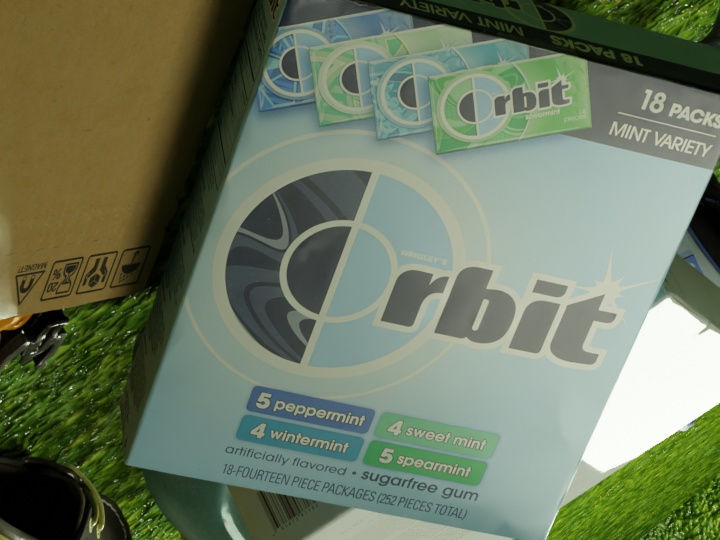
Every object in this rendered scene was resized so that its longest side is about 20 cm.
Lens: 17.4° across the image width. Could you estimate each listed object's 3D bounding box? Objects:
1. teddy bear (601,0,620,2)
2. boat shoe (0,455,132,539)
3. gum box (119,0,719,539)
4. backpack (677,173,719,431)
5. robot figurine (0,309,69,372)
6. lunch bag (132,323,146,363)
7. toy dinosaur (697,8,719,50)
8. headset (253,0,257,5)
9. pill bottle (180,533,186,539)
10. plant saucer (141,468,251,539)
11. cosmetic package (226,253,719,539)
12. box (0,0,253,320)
[{"bbox_3d":[0.104,-0.170,0.923,0.200,0.067,0.145,-2,133,-54],"label":"teddy bear"},{"bbox_3d":[-0.159,0.126,1.144,0.060,0.072,0.201,-37,163,15],"label":"boat shoe"},{"bbox_3d":[0.021,-0.005,0.846,0.169,0.045,0.201,12,120,-16],"label":"gum box"},{"bbox_3d":[0.133,-0.012,1.174,0.154,0.191,0.200,-41,165,16],"label":"backpack"},{"bbox_3d":[-0.183,0.041,0.876,0.145,0.058,0.200,-22,159,-45],"label":"robot figurine"},{"bbox_3d":[0.000,0.000,1.041,0.167,0.140,0.200,-6,148,-31],"label":"lunch bag"},{"bbox_3d":[0.261,-0.163,1.237,0.182,0.105,0.200,-55,156,-15],"label":"toy dinosaur"},{"bbox_3d":[0.036,-0.088,0.896,0.199,0.124,0.094,15,118,-49],"label":"headset"},{"bbox_3d":[-0.015,0.130,1.416,0.199,0.106,0.106,-23,159,-41],"label":"pill bottle"},{"bbox_3d":[-0.020,0.113,1.227,0.201,0.200,0.039,-48,-159,35],"label":"plant saucer"},{"bbox_3d":[0.061,0.063,0.993,0.200,0.052,0.151,-35,153,13],"label":"cosmetic package"},{"bbox_3d":[-0.111,-0.053,0.745,0.200,0.021,0.164,-12,130,-55],"label":"box"}]
